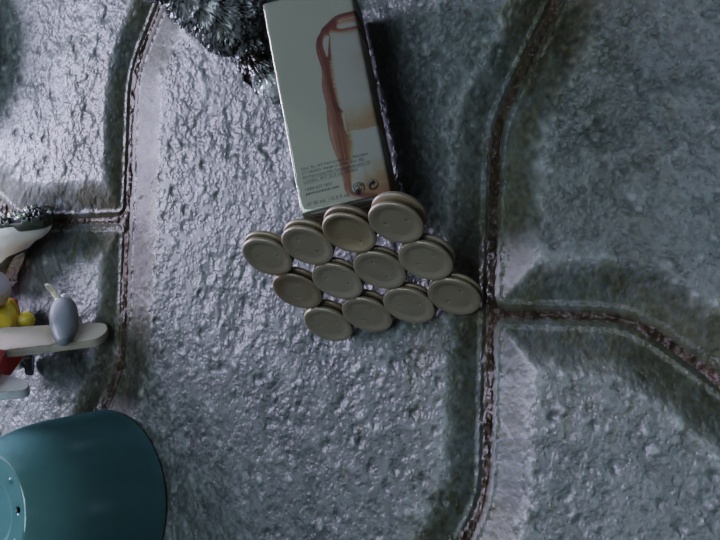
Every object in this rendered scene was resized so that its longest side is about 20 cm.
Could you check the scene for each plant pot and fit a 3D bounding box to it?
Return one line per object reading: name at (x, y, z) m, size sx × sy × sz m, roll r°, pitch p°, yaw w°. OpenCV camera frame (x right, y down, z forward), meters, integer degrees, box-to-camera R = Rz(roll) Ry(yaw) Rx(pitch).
plant pot at (-0.334, 0.256, 1.358) m, size 0.199 × 0.160 × 0.203 m, roll -2°, pitch 86°, yaw 38°

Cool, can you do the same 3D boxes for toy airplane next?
toy airplane at (-0.414, 0.072, 1.408) m, size 0.197 × 0.199 × 0.143 m, roll 8°, pitch 104°, yaw 37°

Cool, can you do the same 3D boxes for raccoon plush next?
raccoon plush at (-0.154, -0.263, 1.262) m, size 0.200 × 0.133 × 0.097 m, roll 47°, pitch 113°, yaw 31°

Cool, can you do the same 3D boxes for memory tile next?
memory tile at (0.000, 0.000, 1.131) m, size 0.198 × 0.153 × 0.017 m, roll -13°, pitch 43°, yaw 37°

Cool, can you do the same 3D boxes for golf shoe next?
golf shoe at (-0.427, -0.022, 1.518) m, size 0.199 × 0.077 × 0.089 m, roll -18°, pitch 96°, yaw 39°

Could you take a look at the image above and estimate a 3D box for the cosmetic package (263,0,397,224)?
cosmetic package at (-0.024, -0.144, 1.161) m, size 0.086 × 0.103 × 0.203 m, roll -13°, pitch 79°, yaw 6°
